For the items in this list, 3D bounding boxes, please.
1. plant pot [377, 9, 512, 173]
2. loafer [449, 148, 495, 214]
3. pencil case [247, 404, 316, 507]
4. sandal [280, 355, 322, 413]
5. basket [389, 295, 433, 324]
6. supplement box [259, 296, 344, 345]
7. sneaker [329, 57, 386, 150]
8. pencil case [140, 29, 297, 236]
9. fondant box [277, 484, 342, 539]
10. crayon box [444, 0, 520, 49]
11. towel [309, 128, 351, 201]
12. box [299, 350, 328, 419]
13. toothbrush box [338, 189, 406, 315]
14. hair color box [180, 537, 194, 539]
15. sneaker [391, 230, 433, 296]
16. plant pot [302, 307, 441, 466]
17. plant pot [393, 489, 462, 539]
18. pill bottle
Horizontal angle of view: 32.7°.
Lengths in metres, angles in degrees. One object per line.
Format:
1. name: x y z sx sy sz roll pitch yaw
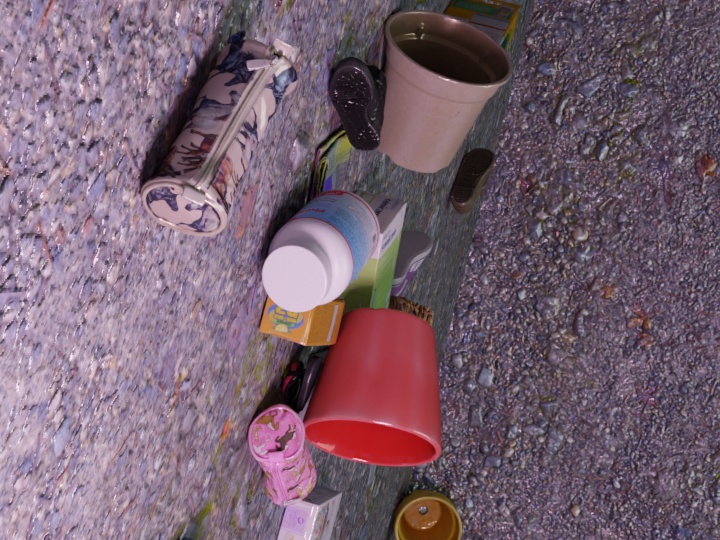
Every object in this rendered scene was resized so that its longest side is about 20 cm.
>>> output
1. plant pot: 0.103 -0.257 1.837 0.201 0.199 0.185 -60 173 -54
2. loafer: 0.269 -0.219 3.002 0.201 0.075 0.068 -56 162 -31
3. pencil case: -0.107 0.258 1.693 0.082 0.087 0.201 -35 155 -15
4. sandal: -0.092 0.166 1.766 0.200 0.045 0.076 118 -3 -71
5. basket: 0.070 0.156 2.150 0.148 0.142 0.202 27 75 -35
6. supplement box: -0.074 0.061 1.625 0.200 0.066 0.070 5 101 -80
7. sneaker: 0.001 -0.239 1.629 0.201 0.059 0.105 74 19 -56
8. pencil case: -0.123 -0.120 1.088 0.090 0.077 0.201 -54 -169 55
9. fondant box: -0.093 0.451 2.087 0.200 0.058 0.146 22 84 -80
10. crayon box: 0.212 -0.441 2.242 0.201 0.124 0.052 -60 163 -52
11. towel: -0.045 -0.088 1.684 0.144 0.023 0.202 -51 154 -64
12. box: -0.013 0.196 1.963 0.200 0.096 0.126 -7 111 -69
13. toothbrush box: 0.000 0.000 1.868 0.146 0.085 0.202 -53 156 -62
14. hair color box: -0.215 0.423 1.414 0.100 0.060 0.203 -32 137 -75
15. sneaker: 0.069 0.007 2.301 0.200 0.072 0.115 -45 154 -49
16. plant pot: 0.026 0.161 1.734 0.201 0.198 0.179 82 16 -65
17. plant pot: 0.191 0.737 3.630 0.189 0.198 0.203 -109 -147 -81
18. pill bottle: -0.051 -0.023 1.515 0.200 0.107 0.110 -51 154 -65
